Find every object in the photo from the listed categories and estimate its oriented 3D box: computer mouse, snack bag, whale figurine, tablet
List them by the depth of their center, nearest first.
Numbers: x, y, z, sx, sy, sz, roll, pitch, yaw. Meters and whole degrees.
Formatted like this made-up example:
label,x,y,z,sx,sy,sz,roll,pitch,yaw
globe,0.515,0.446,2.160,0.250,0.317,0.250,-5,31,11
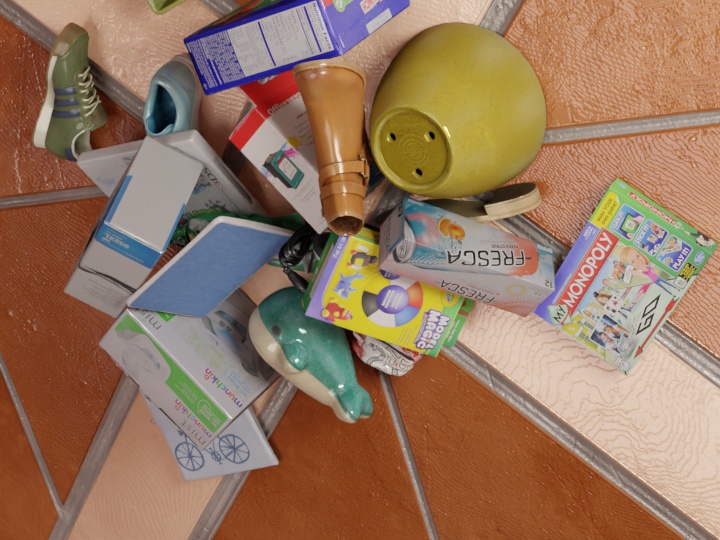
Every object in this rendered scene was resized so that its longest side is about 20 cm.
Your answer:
label,x,y,z,sx,sy,sz,roll,pitch,yaw
computer mouse,0.000,0.000,1.726,0.200,0.140,0.046,43,154,4
tablet,-0.187,-0.003,1.764,0.200,0.130,0.014,-40,57,33
whale figurine,-0.049,0.103,1.819,0.104,0.159,0.200,-46,75,14
snack bag,-0.228,0.210,2.062,0.188,0.021,0.200,-16,107,36

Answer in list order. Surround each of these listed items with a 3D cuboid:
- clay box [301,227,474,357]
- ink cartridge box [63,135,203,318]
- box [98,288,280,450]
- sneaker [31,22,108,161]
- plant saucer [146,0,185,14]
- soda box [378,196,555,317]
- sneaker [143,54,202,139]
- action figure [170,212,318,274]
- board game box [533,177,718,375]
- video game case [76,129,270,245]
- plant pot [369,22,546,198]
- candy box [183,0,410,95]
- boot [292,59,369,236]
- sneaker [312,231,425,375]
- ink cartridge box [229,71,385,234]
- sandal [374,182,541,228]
label,x,y,z,sx,sy,sz,roll,pitch,yaw
clay box,0.044,0.026,1.685,0.200,0.048,0.115,18,111,-14
ink cartridge box,-0.287,-0.052,1.788,0.084,0.145,0.200,27,146,-12
box,-0.213,0.106,1.896,0.200,0.176,0.097,47,130,2
sneaker,-0.370,-0.227,1.887,0.090,0.067,0.200,29,127,6
plant saucer,-0.213,-0.432,1.683,0.200,0.048,0.200,-20,103,37
soda box,0.123,-0.014,1.628,0.200,0.064,0.068,18,142,-19
sneaker,-0.250,-0.175,1.824,0.074,0.082,0.200,19,125,23
action figure,-0.156,-0.035,1.832,0.200,0.055,0.118,6,139,22
board game box,0.298,0.010,1.622,0.134,0.029,0.200,34,128,11
video game case,-0.240,-0.102,1.846,0.200,0.024,0.182,-7,139,34
plant pot,0.087,-0.159,1.586,0.200,0.142,0.200,15,122,25
candy box,-0.070,-0.278,1.601,0.200,0.169,0.077,-10,111,35
boot,-0.025,-0.133,1.553,0.074,0.200,0.155,-4,73,14
sneaker,0.001,0.048,1.801,0.201,0.067,0.108,38,126,5
ink cartridge box,-0.071,-0.155,1.703,0.200,0.116,0.067,47,131,2
sandal,0.118,-0.046,1.673,0.211,0.078,0.070,-10,111,29
